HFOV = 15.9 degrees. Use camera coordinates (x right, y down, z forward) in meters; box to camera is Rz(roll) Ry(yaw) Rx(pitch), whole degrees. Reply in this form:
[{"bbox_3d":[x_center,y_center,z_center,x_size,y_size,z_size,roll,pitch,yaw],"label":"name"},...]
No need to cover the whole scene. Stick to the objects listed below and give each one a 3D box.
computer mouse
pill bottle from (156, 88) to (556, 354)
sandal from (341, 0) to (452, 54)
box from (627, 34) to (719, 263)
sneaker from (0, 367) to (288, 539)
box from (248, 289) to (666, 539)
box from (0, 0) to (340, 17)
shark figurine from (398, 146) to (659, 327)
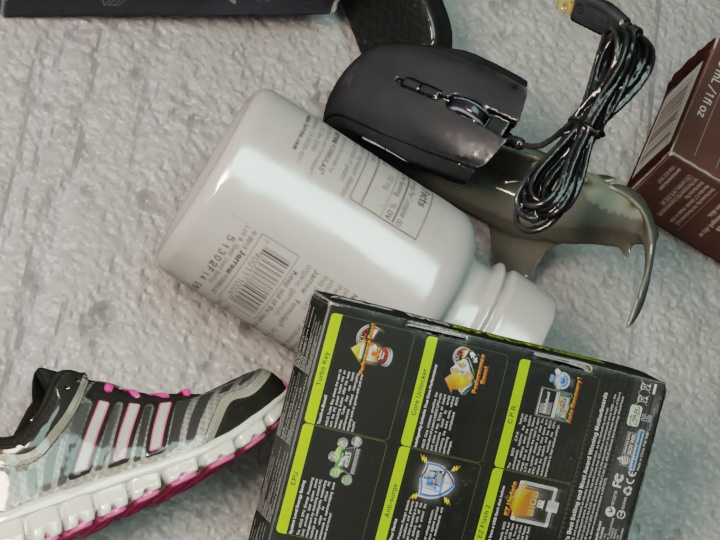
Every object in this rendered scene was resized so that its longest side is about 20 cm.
[{"bbox_3d":[0.064,-0.110,1.415,0.141,0.199,0.046,-55,135,-11],"label":"computer mouse"},{"bbox_3d":[0.000,0.000,1.391,0.199,0.114,0.115,32,59,-7],"label":"pill bottle"},{"bbox_3d":[0.010,-0.201,1.526,0.048,0.075,0.202,-2,73,-50],"label":"sandal"},{"bbox_3d":[0.266,-0.041,1.544,0.199,0.075,0.101,31,58,-8],"label":"box"},{"bbox_3d":[-0.129,0.081,1.324,0.199,0.074,0.088,-23,83,-24],"label":"sneaker"},{"bbox_3d":[0.043,0.129,1.335,0.192,0.048,0.201,13,94,-13],"label":"box"},{"bbox_3d":[-0.096,-0.235,1.402,0.199,0.197,0.118,-2,66,-15],"label":"box"},{"bbox_3d":[0.107,-0.021,1.455,0.128,0.214,0.090,10,101,-48],"label":"shark figurine"}]
